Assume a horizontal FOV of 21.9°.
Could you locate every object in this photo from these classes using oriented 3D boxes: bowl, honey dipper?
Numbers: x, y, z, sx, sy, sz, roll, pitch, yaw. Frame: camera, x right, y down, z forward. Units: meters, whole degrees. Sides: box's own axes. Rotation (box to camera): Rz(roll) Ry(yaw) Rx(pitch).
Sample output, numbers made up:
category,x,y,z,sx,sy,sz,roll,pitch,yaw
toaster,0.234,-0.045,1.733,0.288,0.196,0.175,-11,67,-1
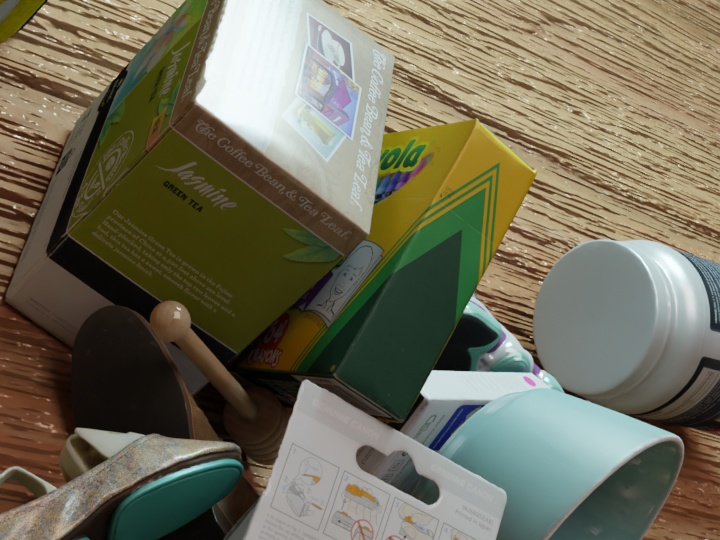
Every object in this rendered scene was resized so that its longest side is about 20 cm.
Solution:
category,x,y,z,sx,sy,sz,roll,pitch,yaw
bowl,0.105,0.154,1.201,0.105,0.201,0.200,40,26,24
honey dipper,-0.080,0.066,1.088,0.200,0.038,0.038,59,7,-62

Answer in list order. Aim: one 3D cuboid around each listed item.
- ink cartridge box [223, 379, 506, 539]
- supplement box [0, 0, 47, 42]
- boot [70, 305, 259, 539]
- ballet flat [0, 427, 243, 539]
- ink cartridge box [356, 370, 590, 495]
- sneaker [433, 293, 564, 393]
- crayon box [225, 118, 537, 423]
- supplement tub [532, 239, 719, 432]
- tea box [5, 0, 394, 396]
category,x,y,z,sx,sy,sz,roll,pitch,yaw
ink cartridge box,-0.016,0.184,1.033,0.162,0.050,0.201,31,65,-28
supplement box,-0.265,-0.191,1.160,0.110,0.109,0.200,46,30,-6
boot,-0.105,0.113,1.080,0.201,0.073,0.075,64,21,10
ballet flat,-0.149,0.120,0.969,0.200,0.068,0.067,-25,62,-41
ink cartridge box,0.069,0.113,1.259,0.200,0.095,0.037,8,35,-51
sneaker,0.084,0.060,1.368,0.200,0.078,0.140,55,2,-35
crayon box,0.000,0.000,1.139,0.058,0.200,0.173,35,74,-23
supplement tub,0.249,0.053,1.519,0.200,0.140,0.141,15,44,-44
tea box,-0.093,-0.060,1.150,0.133,0.197,0.200,37,32,-20
